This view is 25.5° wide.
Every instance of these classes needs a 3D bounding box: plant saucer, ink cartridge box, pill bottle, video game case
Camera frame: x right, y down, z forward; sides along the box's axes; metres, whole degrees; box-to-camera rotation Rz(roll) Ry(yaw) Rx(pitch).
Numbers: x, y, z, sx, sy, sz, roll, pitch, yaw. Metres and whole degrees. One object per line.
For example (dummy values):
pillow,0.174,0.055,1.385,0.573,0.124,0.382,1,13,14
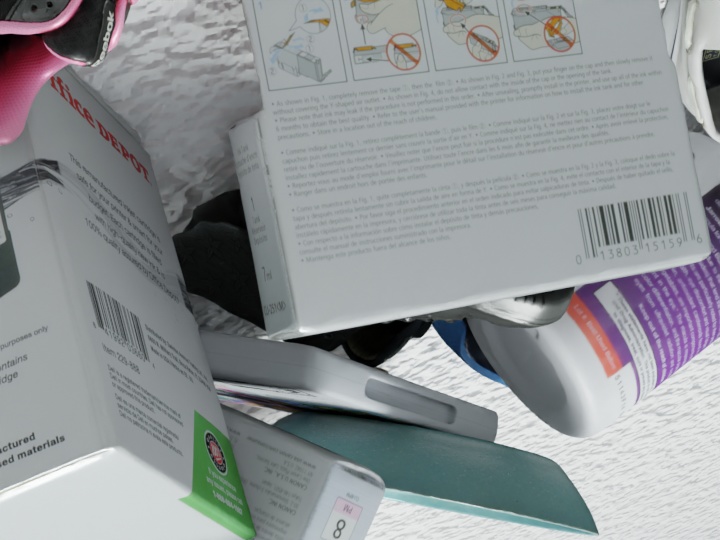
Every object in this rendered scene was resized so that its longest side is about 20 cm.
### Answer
plant saucer,0.031,0.106,0.849,0.200,0.036,0.200,11,171,2
ink cartridge box,-0.127,0.017,0.648,0.084,0.200,0.146,-23,152,9
ink cartridge box,0.042,-0.072,0.676,0.200,0.174,0.044,-10,177,-23
pill bottle,0.164,-0.007,0.878,0.200,0.111,0.111,-35,156,-16
video game case,-0.055,0.055,0.836,0.200,0.024,0.182,6,170,35
ink cartridge box,-0.096,0.155,0.711,0.057,0.162,0.200,29,82,-47

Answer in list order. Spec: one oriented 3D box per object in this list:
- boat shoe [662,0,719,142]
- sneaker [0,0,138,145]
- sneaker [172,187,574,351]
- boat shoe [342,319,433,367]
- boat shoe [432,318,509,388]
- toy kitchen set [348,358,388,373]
boat shoe,0.181,-0.130,0.751,0.072,0.066,0.200,-17,152,-10
sneaker,-0.092,-0.117,0.548,0.200,0.095,0.079,-39,146,27
sneaker,-0.001,0.002,0.766,0.060,0.200,0.104,-56,166,-46
boat shoe,0.017,-0.011,0.832,0.062,0.075,0.200,-51,171,-25
boat shoe,0.117,0.042,0.988,0.069,0.084,0.200,-48,158,11
toy kitchen set,-0.091,0.140,1.036,0.200,0.181,0.163,15,167,12
